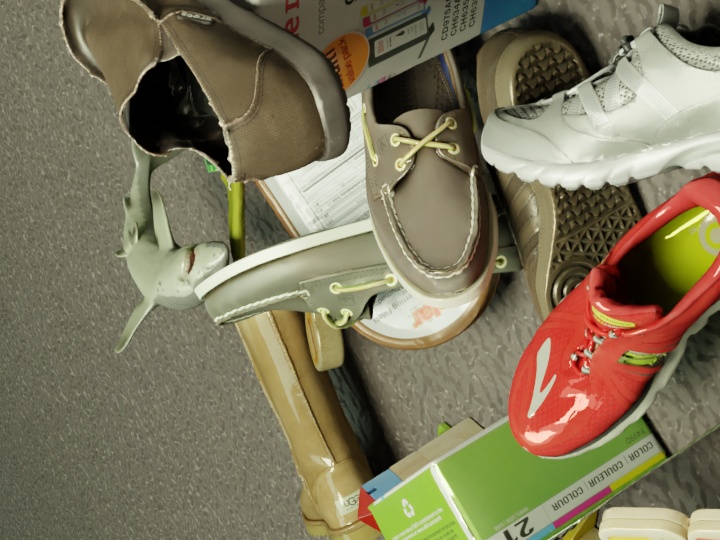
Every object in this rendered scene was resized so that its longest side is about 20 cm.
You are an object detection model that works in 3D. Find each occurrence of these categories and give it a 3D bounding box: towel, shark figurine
[{"bbox_3d":[-0.085,-0.092,1.083,0.201,0.018,0.087,95,173,-54],"label":"towel"},{"bbox_3d":[-0.130,-0.017,1.203,0.129,0.089,0.215,-60,32,23],"label":"shark figurine"}]

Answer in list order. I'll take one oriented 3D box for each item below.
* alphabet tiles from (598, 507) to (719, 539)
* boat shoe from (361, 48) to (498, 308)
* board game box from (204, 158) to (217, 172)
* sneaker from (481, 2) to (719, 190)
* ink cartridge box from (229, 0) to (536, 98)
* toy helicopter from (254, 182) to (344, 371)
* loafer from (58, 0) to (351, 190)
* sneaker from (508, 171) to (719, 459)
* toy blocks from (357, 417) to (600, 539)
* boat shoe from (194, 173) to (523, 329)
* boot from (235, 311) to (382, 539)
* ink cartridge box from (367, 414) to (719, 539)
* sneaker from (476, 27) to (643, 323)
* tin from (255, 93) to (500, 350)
[{"bbox_3d":[0.206,0.180,0.879,0.194,0.015,0.200,-4,143,35],"label":"alphabet tiles"},{"bbox_3d":[0.034,-0.074,0.932,0.060,0.071,0.202,75,-173,-55],"label":"boat shoe"},{"bbox_3d":[-0.124,-0.182,1.176,0.105,0.023,0.202,-115,13,-59],"label":"board game box"},{"bbox_3d":[0.146,-0.088,0.808,0.198,0.074,0.083,-5,98,36],"label":"sneaker"},{"bbox_3d":[-0.020,-0.192,0.860,0.144,0.199,0.148,40,145,34],"label":"ink cartridge box"},{"bbox_3d":[-0.038,-0.030,1.148,0.132,0.078,0.203,-138,39,-69],"label":"toy helicopter"},{"bbox_3d":[-0.090,-0.096,0.778,0.199,0.071,0.074,27,137,44],"label":"loafer"},{"bbox_3d":[0.131,0.019,0.841,0.077,0.084,0.201,50,119,23],"label":"sneaker"},{"bbox_3d":[0.071,0.189,1.100,0.200,0.136,0.101,40,145,35],"label":"toy blocks"},{"bbox_3d":[0.000,0.000,0.983,0.072,0.199,0.061,-8,-100,-82],"label":"boat shoe"},{"bbox_3d":[-0.042,0.102,1.263,0.202,0.066,0.175,66,166,-4],"label":"boot"},{"bbox_3d":[0.112,0.109,0.957,0.076,0.147,0.200,58,149,10],"label":"ink cartridge box"},{"bbox_3d":[0.112,-0.040,0.934,0.075,0.070,0.202,-144,39,-68],"label":"sneaker"},{"bbox_3d":[0.006,-0.043,1.032,0.111,0.042,0.201,-34,89,16],"label":"tin"}]
